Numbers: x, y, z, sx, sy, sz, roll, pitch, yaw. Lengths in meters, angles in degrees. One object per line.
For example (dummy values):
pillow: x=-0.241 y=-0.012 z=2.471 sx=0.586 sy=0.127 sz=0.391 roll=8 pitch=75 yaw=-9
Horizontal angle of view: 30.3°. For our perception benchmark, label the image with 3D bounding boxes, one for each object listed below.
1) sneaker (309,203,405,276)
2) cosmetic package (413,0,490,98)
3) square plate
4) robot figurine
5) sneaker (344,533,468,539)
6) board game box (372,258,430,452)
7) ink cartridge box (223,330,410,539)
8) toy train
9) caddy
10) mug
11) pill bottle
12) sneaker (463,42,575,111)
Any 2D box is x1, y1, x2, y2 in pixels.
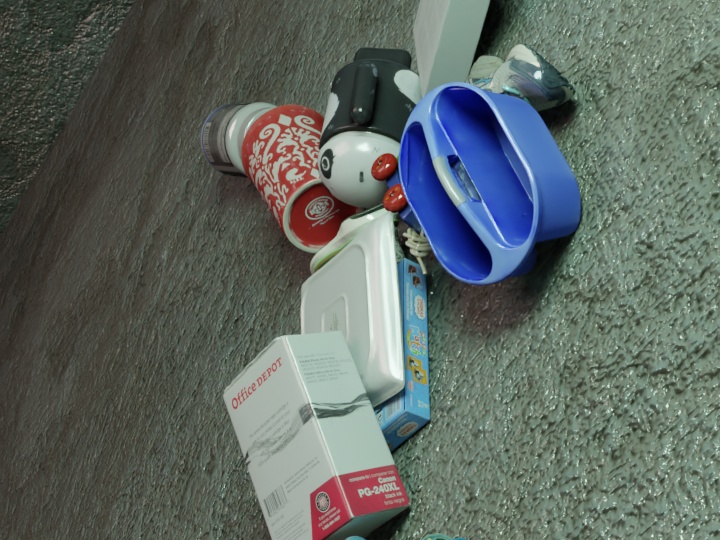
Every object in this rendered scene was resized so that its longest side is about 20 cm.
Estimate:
sneaker: x=0.000 y=0.000 z=1.544 sx=0.089 sy=0.076 sz=0.200 roll=66 pitch=155 yaw=16
cosmetic package: x=0.109 y=-0.317 z=1.537 sx=0.152 sy=0.051 sz=0.201 roll=-97 pitch=16 yaw=-46
square plate: x=-0.018 y=0.064 z=1.435 sx=0.198 sy=0.028 sz=0.202 roll=-38 pitch=48 yaw=51
robot figurine: x=0.014 y=-0.171 z=1.593 sx=0.124 sy=0.150 sz=0.201 roll=-19 pitch=50 yaw=43
sneaker: x=0.046 y=0.272 z=1.194 sx=0.131 sy=0.079 sz=0.200 roll=-63 pitch=33 yaw=13
board game box: x=0.019 y=0.108 z=1.444 sx=0.151 sy=0.036 sz=0.201 roll=-45 pitch=33 yaw=41
ink cartridge box: x=-0.049 y=0.181 z=1.364 sx=0.145 sy=0.083 sz=0.201 roll=-44 pitch=60 yaw=45
toy train: x=0.091 y=-0.085 z=1.428 sx=0.116 sy=0.084 sz=0.201 roll=-43 pitch=31 yaw=16
caddy: x=0.113 y=-0.082 z=1.255 sx=0.141 sy=0.104 sz=0.201 roll=-45 pitch=59 yaw=36
mug: x=-0.063 y=-0.133 z=1.724 sx=0.178 sy=0.133 sz=0.200 roll=-60 pitch=28 yaw=19
pill bottle: x=-0.162 y=-0.196 z=2.001 sx=0.200 sy=0.113 sz=0.115 roll=15 pitch=82 yaw=66
sneaker: x=0.149 y=-0.171 z=1.356 sx=0.087 sy=0.078 sz=0.200 roll=-51 pitch=12 yaw=-8
